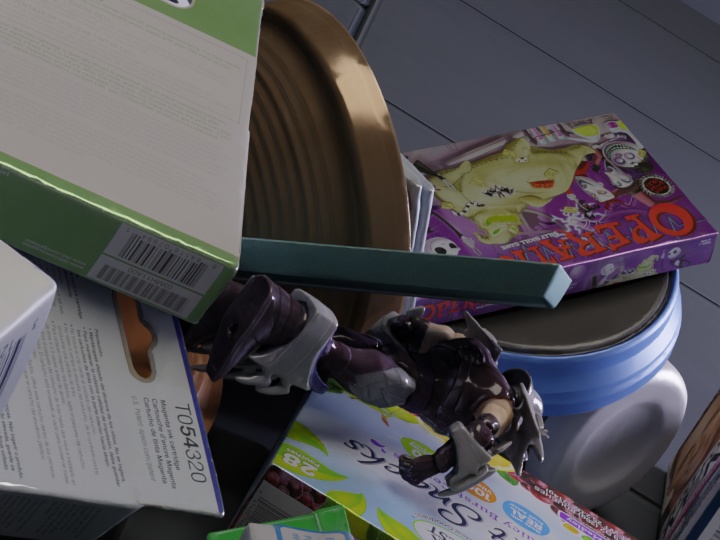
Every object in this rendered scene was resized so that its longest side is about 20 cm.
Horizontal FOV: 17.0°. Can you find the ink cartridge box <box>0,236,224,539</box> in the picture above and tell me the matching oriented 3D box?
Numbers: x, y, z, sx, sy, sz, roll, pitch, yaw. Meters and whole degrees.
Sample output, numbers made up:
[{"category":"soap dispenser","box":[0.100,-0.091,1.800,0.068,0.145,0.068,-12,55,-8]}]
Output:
[{"category":"ink cartridge box","box":[-0.171,0.026,1.058,0.200,0.043,0.196,14,44,-36]}]

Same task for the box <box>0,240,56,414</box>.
[{"category":"box","box":[-0.251,0.022,0.875,0.200,0.105,0.184,36,36,7]}]

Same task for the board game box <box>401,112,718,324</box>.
[{"category":"board game box","box":[0.088,-0.031,1.362,0.200,0.032,0.120,-12,49,-26]}]

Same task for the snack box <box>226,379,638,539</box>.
[{"category":"snack box","box":[0.041,0.141,1.184,0.200,0.068,0.169,31,19,0]}]

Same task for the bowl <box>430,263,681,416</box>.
[{"category":"bowl","box":[0.088,0.000,1.376,0.200,0.039,0.201,6,40,-5]}]

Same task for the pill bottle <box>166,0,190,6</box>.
[{"category":"pill bottle","box":[-0.152,-0.135,1.498,0.111,0.111,0.200,21,22,-31]}]

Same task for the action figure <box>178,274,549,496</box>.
[{"category":"action figure","box":[0.010,0.051,1.162,0.200,0.069,0.130,19,12,-29]}]

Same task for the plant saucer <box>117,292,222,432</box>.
[{"category":"plant saucer","box":[-0.152,0.018,1.147,0.200,0.032,0.200,26,37,-21]}]

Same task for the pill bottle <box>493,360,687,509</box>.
[{"category":"pill bottle","box":[0.094,0.043,1.445,0.112,0.112,0.200,10,29,-49]}]

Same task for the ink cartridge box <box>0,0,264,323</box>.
[{"category":"ink cartridge box","box":[-0.122,-0.083,1.136,0.145,0.048,0.200,24,39,-19]}]

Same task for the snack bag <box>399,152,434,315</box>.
[{"category":"snack bag","box":[-0.023,-0.024,1.337,0.021,0.189,0.200,-11,41,-26]}]

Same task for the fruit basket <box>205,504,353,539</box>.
[{"category":"fruit basket","box":[0.030,0.162,1.005,0.200,0.094,0.185,0,27,-10]}]

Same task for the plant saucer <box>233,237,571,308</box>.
[{"category":"plant saucer","box":[0.000,0.000,1.166,0.200,0.019,0.070,6,-6,10]}]

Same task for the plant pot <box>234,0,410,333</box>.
[{"category":"plant pot","box":[-0.060,-0.040,1.275,0.093,0.201,0.201,-12,41,-26]}]

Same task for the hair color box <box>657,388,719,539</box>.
[{"category":"hair color box","box":[0.232,0.131,1.469,0.061,0.100,0.200,32,18,1]}]
